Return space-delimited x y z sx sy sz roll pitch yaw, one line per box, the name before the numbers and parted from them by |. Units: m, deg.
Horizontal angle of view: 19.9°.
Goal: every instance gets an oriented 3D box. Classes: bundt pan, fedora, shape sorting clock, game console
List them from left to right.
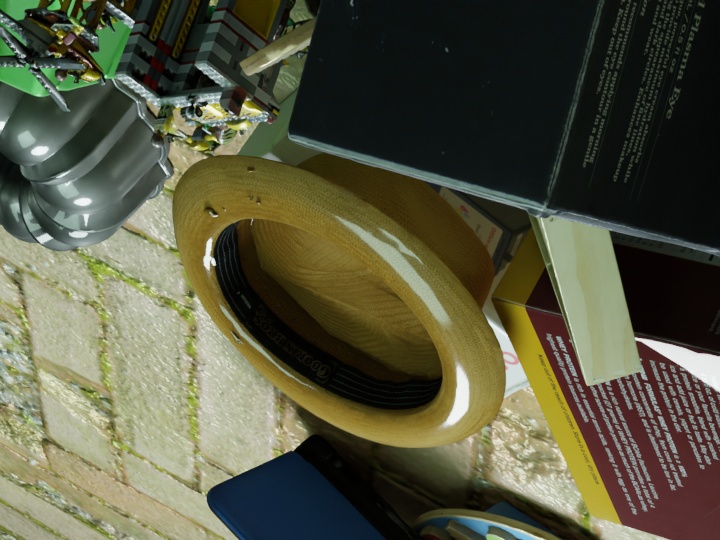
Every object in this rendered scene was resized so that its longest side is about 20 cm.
bundt pan | -0.225 -0.086 1.327 0.201 0.076 0.202 26 154 14
game console | -0.009 0.233 1.529 0.200 0.118 0.171 44 158 23
fedora | 0.000 0.000 1.038 0.200 0.082 0.201 27 145 21
shape sorting clock | 0.127 0.238 1.536 0.199 0.039 0.200 26 153 14

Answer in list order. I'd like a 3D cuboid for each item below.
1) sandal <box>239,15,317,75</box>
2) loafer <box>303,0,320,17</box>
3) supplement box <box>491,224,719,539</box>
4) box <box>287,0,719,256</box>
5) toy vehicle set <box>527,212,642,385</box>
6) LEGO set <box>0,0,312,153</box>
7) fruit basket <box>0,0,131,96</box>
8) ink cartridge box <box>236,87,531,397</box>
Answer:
sandal | 0.052 -0.102 0.833 0.077 0.211 0.070 -20 101 57
loafer | -0.005 -0.173 0.920 0.200 0.068 0.076 76 170 -55
supplement box | 0.204 0.043 1.015 0.199 0.133 0.198 14 148 34
box | 0.083 -0.118 0.725 0.104 0.201 0.182 17 -177 29
toy vehicle set | 0.079 -0.063 0.931 0.026 0.201 0.125 -17 141 3
LEGO set | -0.065 -0.089 0.904 0.199 0.117 0.154 4 155 36
fruit basket | -0.187 -0.212 1.044 0.214 0.155 0.217 5 103 22
ink cartridge box | 0.022 -0.016 1.165 0.200 0.088 0.145 39 153 -9
